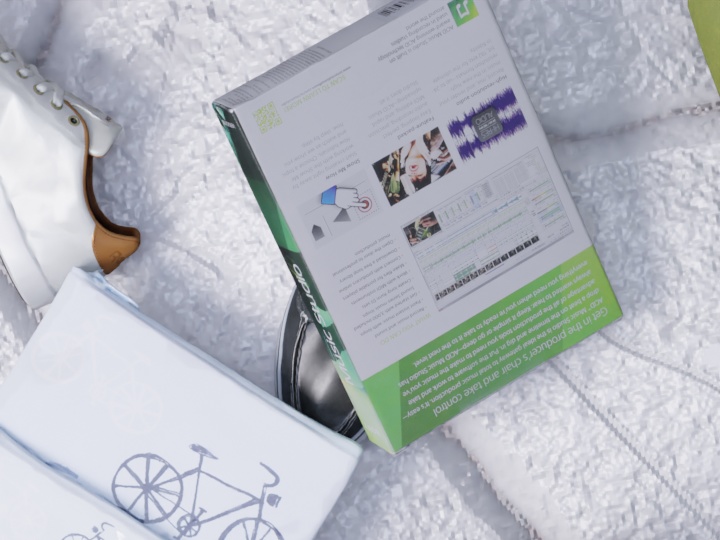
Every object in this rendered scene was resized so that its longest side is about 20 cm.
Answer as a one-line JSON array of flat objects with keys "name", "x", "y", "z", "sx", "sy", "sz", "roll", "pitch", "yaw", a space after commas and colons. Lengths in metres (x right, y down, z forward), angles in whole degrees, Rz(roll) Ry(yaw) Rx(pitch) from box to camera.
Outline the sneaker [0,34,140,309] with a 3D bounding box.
[{"name": "sneaker", "x": -0.174, "y": -0.087, "z": 1.415, "sx": 0.084, "sy": 0.073, "sz": 0.201, "roll": -24, "pitch": 101, "yaw": 3}]

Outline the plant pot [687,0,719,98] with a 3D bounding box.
[{"name": "plant pot", "x": 0.256, "y": -0.084, "z": 1.330, "sx": 0.187, "sy": 0.187, "sz": 0.200, "roll": -39, "pitch": 73, "yaw": 6}]

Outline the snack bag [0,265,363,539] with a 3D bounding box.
[{"name": "snack bag", "x": -0.118, "y": 0.126, "z": 1.382, "sx": 0.188, "sy": 0.021, "sz": 0.200, "roll": 32, "pitch": 86, "yaw": 4}]

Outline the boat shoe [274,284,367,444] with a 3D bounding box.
[{"name": "boat shoe", "x": 0.000, "y": 0.000, "z": 1.404, "sx": 0.068, "sy": 0.057, "sz": 0.201, "roll": 17, "pitch": 94, "yaw": 4}]

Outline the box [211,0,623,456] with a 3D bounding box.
[{"name": "box", "x": 0.031, "y": -0.029, "z": 1.359, "sx": 0.144, "sy": 0.036, "sz": 0.201, "roll": -29, "pitch": 108, "yaw": -14}]
